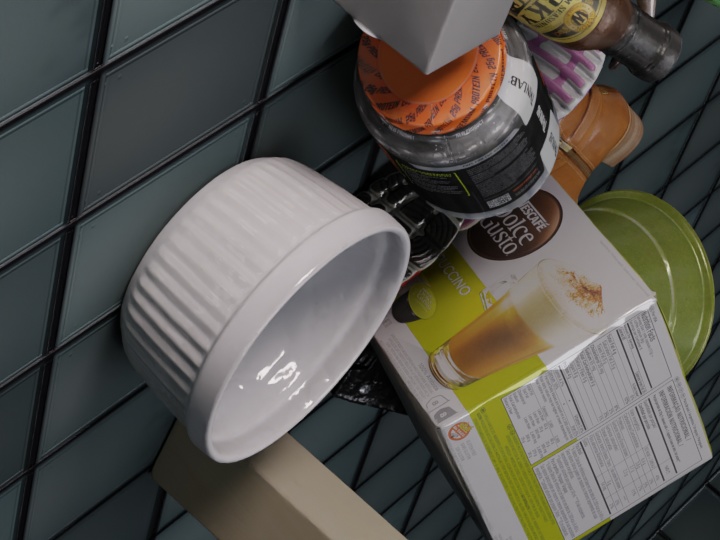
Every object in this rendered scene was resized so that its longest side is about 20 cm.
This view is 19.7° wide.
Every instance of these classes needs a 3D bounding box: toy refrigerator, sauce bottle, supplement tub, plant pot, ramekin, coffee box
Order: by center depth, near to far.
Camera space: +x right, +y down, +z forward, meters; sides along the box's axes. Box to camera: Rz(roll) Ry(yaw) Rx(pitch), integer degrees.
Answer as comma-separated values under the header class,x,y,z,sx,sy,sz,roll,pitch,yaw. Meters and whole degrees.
class,x,y,z,sx,sy,sz,roll,pitch,yaw
sauce bottle,0.127,-0.185,1.349,0.199,0.065,0.065,26,108,-28
ramekin,-0.069,0.019,1.386,0.200,0.105,0.201,-44,161,-20
supplement tub,0.065,-0.116,1.417,0.123,0.122,0.200,-50,162,-2
toy refrigerator,-0.058,0.182,1.570,0.070,0.200,0.076,-24,148,-54
coffee box,0.134,0.078,1.660,0.197,0.200,0.201,-31,132,-4
plant pot,0.198,0.029,1.940,0.189,0.200,0.201,-6,134,-49

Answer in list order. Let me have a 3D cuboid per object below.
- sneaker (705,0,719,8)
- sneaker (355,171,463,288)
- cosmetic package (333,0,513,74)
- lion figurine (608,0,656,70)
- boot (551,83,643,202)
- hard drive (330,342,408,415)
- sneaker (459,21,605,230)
class,x,y,z,sx,sy,sz,roll,pitch,yaw
sneaker,0.294,-0.261,1.736,0.199,0.083,0.074,-22,147,-54
sneaker,0.000,0.000,1.590,0.200,0.077,0.085,-44,173,0
cosmetic package,0.054,-0.228,1.207,0.090,0.107,0.201,-33,156,-40
lion figurine,0.219,-0.252,1.586,0.072,0.123,0.200,-13,159,-34
boot,0.144,-0.084,1.766,0.200,0.074,0.154,-51,153,12
hard drive,0.078,0.064,1.783,0.199,0.038,0.140,16,116,-37
sneaker,0.119,-0.122,1.617,0.201,0.080,0.088,-52,169,18
